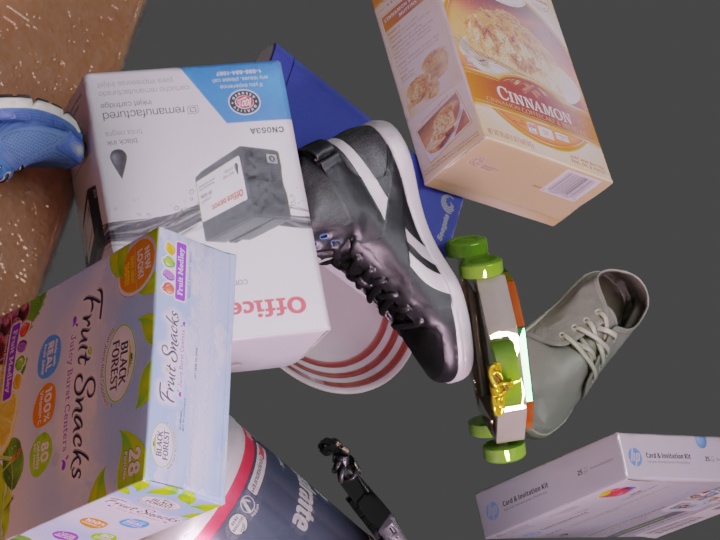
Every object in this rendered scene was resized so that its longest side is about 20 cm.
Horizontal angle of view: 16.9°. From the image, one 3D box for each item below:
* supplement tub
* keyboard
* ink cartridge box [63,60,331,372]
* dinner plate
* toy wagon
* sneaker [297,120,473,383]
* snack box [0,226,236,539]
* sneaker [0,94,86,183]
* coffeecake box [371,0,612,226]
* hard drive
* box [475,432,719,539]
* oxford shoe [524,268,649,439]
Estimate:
[{"bbox_3d":[-0.071,0.200,1.590,0.200,0.140,0.140,42,48,-21],"label":"supplement tub"},{"bbox_3d":[0.007,0.166,1.668,0.021,0.200,0.127,-32,97,-5],"label":"keyboard"},{"bbox_3d":[-0.114,-0.034,1.664,0.145,0.084,0.200,-5,75,-20],"label":"ink cartridge box"},{"bbox_3d":[-0.035,-0.001,1.801,0.200,0.024,0.200,20,59,-37],"label":"dinner plate"},{"bbox_3d":[0.100,0.063,1.794,0.040,0.200,0.155,-9,104,-5],"label":"toy wagon"},{"bbox_3d":[0.000,0.000,1.747,0.112,0.073,0.200,-20,89,-29],"label":"sneaker"},{"bbox_3d":[-0.163,0.086,1.513,0.068,0.200,0.169,21,57,-36],"label":"snack box"},{"bbox_3d":[-0.269,-0.064,1.582,0.200,0.079,0.089,-8,85,-37],"label":"sneaker"},{"bbox_3d":[0.102,-0.151,1.928,0.153,0.073,0.200,15,49,-43],"label":"coffeecake box"},{"bbox_3d":[-0.013,-0.062,1.816,0.200,0.025,0.132,37,49,-25],"label":"hard drive"},{"bbox_3d":[0.213,0.168,1.862,0.200,0.156,0.041,4,67,-42],"label":"box"},{"bbox_3d":[0.174,0.060,1.947,0.075,0.058,0.200,55,46,-13],"label":"oxford shoe"}]
